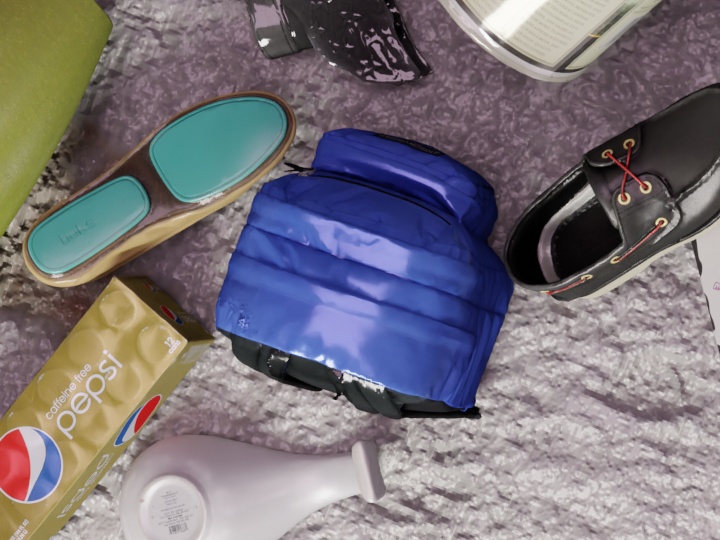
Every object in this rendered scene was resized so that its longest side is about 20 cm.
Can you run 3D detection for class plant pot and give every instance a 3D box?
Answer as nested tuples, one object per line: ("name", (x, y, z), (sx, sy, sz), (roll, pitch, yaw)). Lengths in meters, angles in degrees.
("plant pot", (-0.261, -0.118, 1.590), (0.187, 0.187, 0.200), (41, 85, 10))

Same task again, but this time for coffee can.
("coffee can", (0.147, -0.227, 1.459), (0.200, 0.146, 0.146), (-41, 80, 35))

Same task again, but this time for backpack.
("backpack", (0.000, 0.000, 1.503), (0.162, 0.200, 0.168), (14, 93, 14))

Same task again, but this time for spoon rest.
("spoon rest", (-0.069, 0.147, 1.601), (0.200, 0.061, 0.100), (-14, 86, 26))

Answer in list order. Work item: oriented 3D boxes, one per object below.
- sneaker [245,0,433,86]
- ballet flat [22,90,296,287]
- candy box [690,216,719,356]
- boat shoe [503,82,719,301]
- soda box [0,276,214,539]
("sneaker", (-0.026, -0.210, 1.583), (0.104, 0.060, 0.200), (-11, 93, 14))
("ballet flat", (-0.128, -0.053, 1.606), (0.200, 0.063, 0.069), (-28, 75, 5))
("candy box", (0.274, 0.005, 1.468), (0.136, 0.061, 0.200), (-23, 73, 39))
("boat shoe", (0.166, -0.046, 1.489), (0.201, 0.063, 0.074), (-41, 59, 38))
("soda box", (-0.187, 0.099, 1.617), (0.068, 0.064, 0.200), (41, 98, 10))
